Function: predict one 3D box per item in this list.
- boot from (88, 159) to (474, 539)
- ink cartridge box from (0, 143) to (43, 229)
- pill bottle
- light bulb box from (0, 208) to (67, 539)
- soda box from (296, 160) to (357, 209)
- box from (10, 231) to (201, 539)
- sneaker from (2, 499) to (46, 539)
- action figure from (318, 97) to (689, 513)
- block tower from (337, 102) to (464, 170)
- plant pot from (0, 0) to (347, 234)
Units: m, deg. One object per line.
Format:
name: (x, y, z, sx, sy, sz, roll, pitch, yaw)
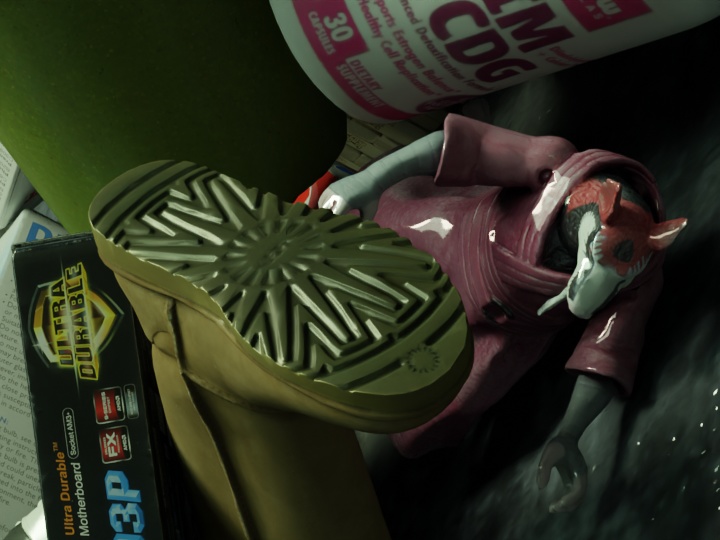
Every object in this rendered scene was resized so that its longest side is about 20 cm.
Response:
boot: (-0.009, 0.068, 0.913, 0.066, 0.201, 0.175, -34, 42, -23)
ink cartridge box: (-0.153, -0.134, 1.383, 0.146, 0.084, 0.200, -43, -9, -34)
pill bottle: (0.072, -0.132, 0.945, 0.199, 0.113, 0.114, -16, 42, 32)
light bulb box: (-0.196, 0.108, 1.436, 0.198, 0.124, 0.201, -40, 28, 50)
soda box: (0.000, 0.000, 1.134, 0.070, 0.063, 0.200, -62, 17, 5)
box: (-0.089, 0.098, 1.011, 0.159, 0.046, 0.201, 76, -176, -78)
sneaker: (-0.104, 0.104, 1.163, 0.199, 0.074, 0.089, -28, 50, 16)
action figure: (0.065, 0.000, 0.935, 0.149, 0.134, 0.200, -33, 6, -31)
block tower: (-0.001, -0.082, 1.281, 0.200, 0.054, 0.058, -39, 27, 53)
plant pot: (-0.094, -0.111, 1.030, 0.199, 0.191, 0.200, -22, 23, 10)
